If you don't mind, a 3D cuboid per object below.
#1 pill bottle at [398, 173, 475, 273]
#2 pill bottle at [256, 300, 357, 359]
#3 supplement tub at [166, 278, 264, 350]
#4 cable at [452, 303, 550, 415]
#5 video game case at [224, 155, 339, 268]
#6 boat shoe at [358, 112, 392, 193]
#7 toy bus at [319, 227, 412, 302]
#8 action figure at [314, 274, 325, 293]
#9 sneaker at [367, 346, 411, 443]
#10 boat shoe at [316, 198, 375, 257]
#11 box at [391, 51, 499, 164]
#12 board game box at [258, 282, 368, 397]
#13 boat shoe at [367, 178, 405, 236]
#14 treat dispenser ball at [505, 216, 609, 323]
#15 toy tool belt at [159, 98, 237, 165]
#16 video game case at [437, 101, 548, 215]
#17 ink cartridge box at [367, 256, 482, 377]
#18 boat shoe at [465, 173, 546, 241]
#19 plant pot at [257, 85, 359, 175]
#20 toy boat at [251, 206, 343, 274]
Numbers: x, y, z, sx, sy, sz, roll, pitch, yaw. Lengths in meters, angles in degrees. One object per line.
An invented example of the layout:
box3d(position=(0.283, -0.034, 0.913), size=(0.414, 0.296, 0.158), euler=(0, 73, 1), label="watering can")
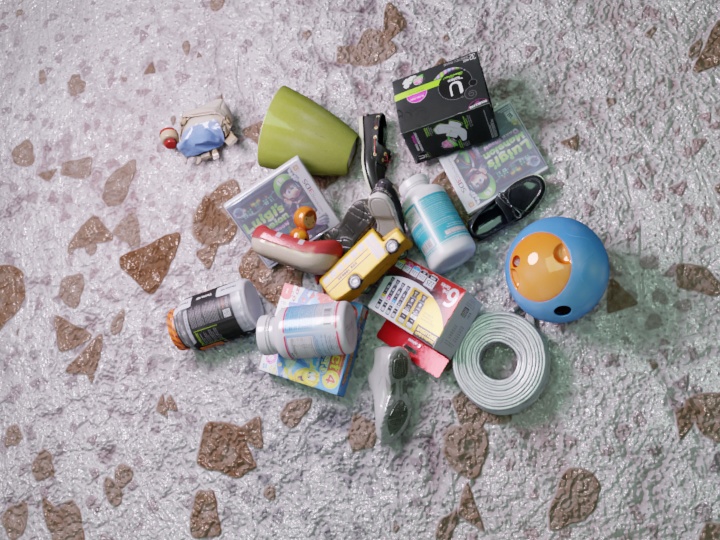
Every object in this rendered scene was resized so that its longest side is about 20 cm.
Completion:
box3d(position=(0.155, -0.104, 1.588), size=(0.109, 0.111, 0.203), euler=(-29, 71, 8), label="pill bottle")
box3d(position=(-0.112, 0.126, 1.552), size=(0.195, 0.109, 0.112), euler=(-6, 75, 15), label="pill bottle")
box3d(position=(-0.325, 0.104, 1.675), size=(0.196, 0.123, 0.125), euler=(-18, 72, 11), label="supplement tub")
box3d(position=(0.282, 0.184, 1.502), size=(0.197, 0.069, 0.203), euler=(-26, 71, 9), label="cable")
box3d(position=(-0.173, -0.126, 1.665), size=(0.198, 0.183, 0.023), euler=(-31, 27, 7), label="video game case")
box3d(position=(0.037, -0.259, 1.681), size=(0.062, 0.074, 0.206), euler=(-9, 73, 16), label="boat shoe")
box3d(position=(0.013, -0.015, 1.553), size=(0.200, 0.065, 0.079), euler=(-44, 66, 10), label="toy bus")
box3d(position=(0.000, 0.000, 1.636), size=(0.196, 0.066, 0.052), euler=(-21, 49, 12), label="action figure")
box3d(position=(0.054, 0.254, 1.560), size=(0.099, 0.077, 0.205), euler=(9, 94, 55), label="sneaker")
box3d(position=(-0.026, -0.079, 1.658), size=(0.200, 0.074, 0.076), euler=(-42, 83, 24), label="boat shoe")
box3d(position=(0.183, -0.349, 1.618), size=(0.196, 0.125, 0.152), euler=(-16, 60, 14), label="box")
box3d(position=(-0.101, 0.150, 1.632), size=(0.192, 0.056, 0.205), euler=(13, 81, 19), label="board game box")
box3d(position=(0.062, -0.109, 1.583), size=(0.072, 0.202, 0.061), euler=(5, 54, 23), label="boat shoe")
box3d(position=(0.379, -0.002, 1.448), size=(0.196, 0.201, 0.206), euler=(-4, 75, 15), label="treat dispenser ball")
box3d(position=(-0.392, -0.317, 1.799), size=(0.196, 0.125, 0.125), euler=(-23, 63, 11), label="toy tool belt")
box3d(position=(0.282, -0.246, 1.632), size=(0.197, 0.023, 0.185), euler=(-29, 71, 8), label="video game case")
box3d(position=(0.120, 0.091, 1.534), size=(0.198, 0.084, 0.178), euler=(29, 87, 42), label="ink cartridge box")
box3d(position=(0.307, -0.130, 1.567), size=(0.198, 0.062, 0.075), euler=(-35, 87, 8), label="boat shoe")
box3d(position=(-0.108, -0.293, 1.690), size=(0.196, 0.187, 0.191), euler=(20, 82, 5), label="plant pot")
box3d(position=(-0.128, -0.073, 1.600), size=(0.196, 0.130, 0.134), euler=(17, 85, 12), label="toy boat")
